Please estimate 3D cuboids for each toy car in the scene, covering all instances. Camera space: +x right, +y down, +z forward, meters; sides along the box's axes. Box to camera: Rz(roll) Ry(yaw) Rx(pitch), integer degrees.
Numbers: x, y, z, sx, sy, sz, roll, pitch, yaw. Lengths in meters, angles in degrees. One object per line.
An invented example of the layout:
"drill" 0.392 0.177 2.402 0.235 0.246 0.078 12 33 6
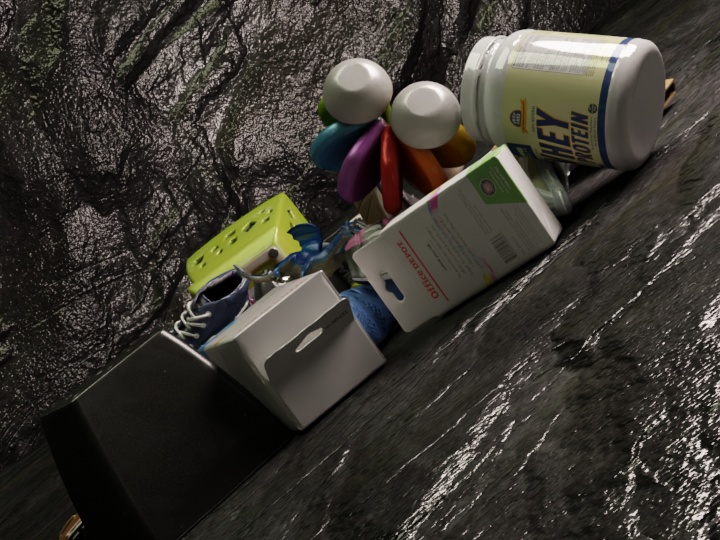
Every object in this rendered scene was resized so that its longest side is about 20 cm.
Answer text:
"toy car" 0.028 -0.143 1.512 0.150 0.199 0.175 -63 -17 -17

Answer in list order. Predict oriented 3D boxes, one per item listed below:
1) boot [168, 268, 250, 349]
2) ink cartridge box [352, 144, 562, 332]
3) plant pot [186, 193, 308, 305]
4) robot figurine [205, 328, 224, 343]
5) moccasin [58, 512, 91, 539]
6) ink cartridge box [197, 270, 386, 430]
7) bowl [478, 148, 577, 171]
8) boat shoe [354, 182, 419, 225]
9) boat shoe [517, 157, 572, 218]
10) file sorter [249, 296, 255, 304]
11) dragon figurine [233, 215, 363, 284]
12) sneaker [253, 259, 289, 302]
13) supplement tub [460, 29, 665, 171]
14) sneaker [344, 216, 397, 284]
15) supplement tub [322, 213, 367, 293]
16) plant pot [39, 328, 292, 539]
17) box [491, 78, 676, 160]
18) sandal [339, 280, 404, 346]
"boot" -0.222 0.076 1.647 0.200 0.073 0.091 -41 -28 -33
"ink cartridge box" 0.104 -0.032 1.391 0.200 0.117 0.067 -33 6 22
"plant pot" -0.142 0.029 1.938 0.199 0.200 0.182 -35 14 8
"robot figurine" -0.123 0.109 1.596 0.200 0.113 0.170 -32 39 24
"moccasin" -0.273 0.266 1.495 0.202 0.074 0.078 -50 20 -23
"ink cartridge box" -0.076 0.093 1.409 0.128 0.125 0.200 -39 7 -19
"bowl" 0.229 -0.150 1.780 0.200 0.075 0.200 -40 7 -20
"boat shoe" 0.050 -0.067 1.621 0.065 0.200 0.072 -28 -16 -20
"boat shoe" 0.220 -0.098 1.484 0.064 0.075 0.202 -13 14 17
"file sorter" -0.212 0.145 1.758 0.200 0.126 0.139 -41 8 -35
"dragon figurine" -0.065 -0.019 1.597 0.199 0.059 0.100 2 61 45
"sneaker" -0.074 0.029 1.784 0.200 0.098 0.071 -5 -23 -48
"supplement tub" 0.228 -0.195 1.437 0.199 0.146 0.145 11 34 30
"sneaker" 0.081 -0.017 1.495 0.199 0.086 0.081 -13 54 19
"supplement tub" 0.000 0.000 1.689 0.200 0.123 0.122 -39 7 -21
"plant pot" -0.231 0.181 1.379 0.200 0.178 0.199 -41 7 -28
"box" 0.288 -0.193 1.645 0.199 0.021 0.164 -3 31 38
"sandal" 0.020 0.039 1.524 0.087 0.080 0.200 -30 10 19
